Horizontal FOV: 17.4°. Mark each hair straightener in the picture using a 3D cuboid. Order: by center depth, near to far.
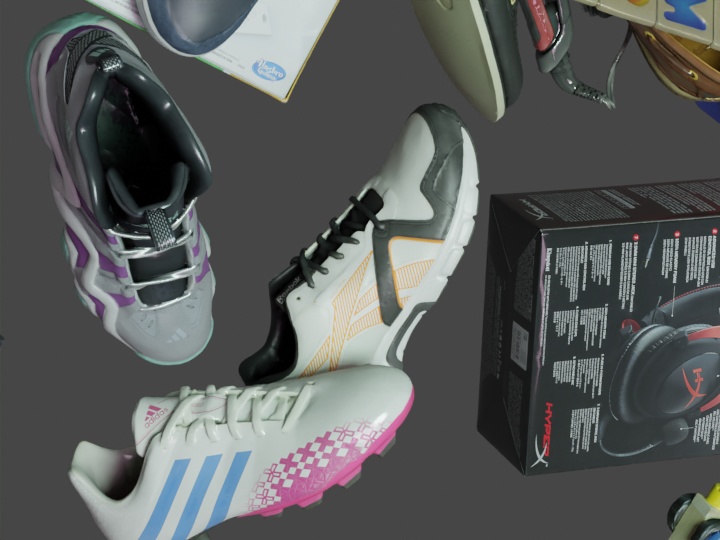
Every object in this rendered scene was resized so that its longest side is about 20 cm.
[{"bbox_3d":[0.111,-0.181,1.268,0.077,0.041,0.200,-27,110,-11],"label":"hair straightener"}]

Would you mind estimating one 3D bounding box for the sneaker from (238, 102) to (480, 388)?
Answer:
[{"bbox_3d":[0.000,0.000,1.273,0.080,0.074,0.200,19,100,-24],"label":"sneaker"}]

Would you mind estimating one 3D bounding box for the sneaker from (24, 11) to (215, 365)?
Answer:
[{"bbox_3d":[-0.109,-0.024,1.183,0.078,0.140,0.200,-25,115,-12],"label":"sneaker"}]

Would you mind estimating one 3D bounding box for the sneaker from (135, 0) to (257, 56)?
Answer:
[{"bbox_3d":[-0.038,-0.184,1.108,0.077,0.146,0.203,18,102,-27],"label":"sneaker"}]

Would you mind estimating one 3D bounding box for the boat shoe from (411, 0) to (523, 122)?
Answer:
[{"bbox_3d":[0.059,-0.159,1.220,0.063,0.074,0.201,-36,138,-15],"label":"boat shoe"}]

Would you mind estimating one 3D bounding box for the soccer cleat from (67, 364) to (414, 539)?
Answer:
[{"bbox_3d":[-0.068,0.091,1.243,0.200,0.070,0.086,-29,115,23],"label":"soccer cleat"}]

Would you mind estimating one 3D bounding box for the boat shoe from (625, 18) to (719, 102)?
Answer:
[{"bbox_3d":[0.145,-0.174,1.213,0.072,0.068,0.200,-37,100,0],"label":"boat shoe"}]

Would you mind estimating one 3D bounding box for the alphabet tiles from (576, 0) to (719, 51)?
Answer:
[{"bbox_3d":[0.150,-0.196,1.183,0.200,0.006,0.167,15,64,-23],"label":"alphabet tiles"}]

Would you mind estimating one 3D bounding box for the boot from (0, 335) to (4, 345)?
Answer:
[{"bbox_3d":[-0.287,0.074,1.198,0.200,0.070,0.132,1,105,-33],"label":"boot"}]

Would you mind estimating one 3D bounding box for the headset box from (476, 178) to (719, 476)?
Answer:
[{"bbox_3d":[0.175,0.029,1.348,0.200,0.075,0.149,-5,110,-19],"label":"headset box"}]

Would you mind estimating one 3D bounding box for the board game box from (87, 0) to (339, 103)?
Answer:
[{"bbox_3d":[-0.058,-0.208,1.196,0.153,0.040,0.200,27,97,-27],"label":"board game box"}]

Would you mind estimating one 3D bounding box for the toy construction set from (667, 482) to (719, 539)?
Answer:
[{"bbox_3d":[0.237,0.198,1.430,0.131,0.092,0.200,25,87,-27],"label":"toy construction set"}]

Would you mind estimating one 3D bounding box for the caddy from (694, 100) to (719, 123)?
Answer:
[{"bbox_3d":[0.264,-0.148,1.303,0.141,0.105,0.200,3,107,-23],"label":"caddy"}]
